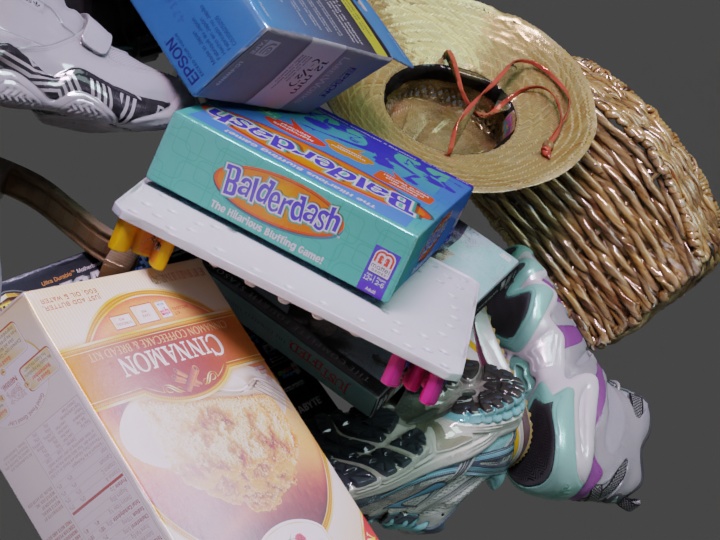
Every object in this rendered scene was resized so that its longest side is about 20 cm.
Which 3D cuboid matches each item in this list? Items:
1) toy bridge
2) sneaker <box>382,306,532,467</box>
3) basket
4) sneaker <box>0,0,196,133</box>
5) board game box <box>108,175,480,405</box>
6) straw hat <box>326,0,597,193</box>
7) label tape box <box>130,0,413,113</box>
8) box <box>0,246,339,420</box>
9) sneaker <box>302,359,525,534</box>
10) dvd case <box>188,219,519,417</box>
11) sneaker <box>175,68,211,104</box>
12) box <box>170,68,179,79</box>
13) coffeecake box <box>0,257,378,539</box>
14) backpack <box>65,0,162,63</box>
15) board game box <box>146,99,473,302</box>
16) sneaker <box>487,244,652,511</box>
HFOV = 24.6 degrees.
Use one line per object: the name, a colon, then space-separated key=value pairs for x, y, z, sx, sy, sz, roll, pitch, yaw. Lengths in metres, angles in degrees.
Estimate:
toy bridge: x=-0.219 y=-0.043 z=0.943 sx=0.199 sy=0.027 sz=0.067 roll=22 pitch=30 yaw=-2
sneaker: x=0.039 y=0.046 z=1.100 sx=0.090 sy=0.075 sz=0.200 roll=-5 pitch=59 yaw=-50
basket: x=0.189 y=-0.065 z=1.256 sx=0.200 sy=0.143 sz=0.149 roll=51 pitch=27 yaw=9
sneaker: x=-0.172 y=-0.141 z=0.893 sx=0.199 sy=0.075 sz=0.115 roll=9 pitch=87 yaw=-36
board game box: x=-0.031 y=-0.003 z=0.937 sx=0.199 sy=0.026 sz=0.200 roll=27 pitch=15 yaw=0
straw hat: x=0.058 y=-0.101 z=1.160 sx=0.200 sy=0.085 sz=0.202 roll=9 pitch=52 yaw=-11
label tape box: x=-0.065 y=-0.168 z=0.996 sx=0.144 sy=0.066 sz=0.200 roll=56 pitch=20 yaw=15
box: x=-0.125 y=0.062 z=0.961 sx=0.200 sy=0.046 sz=0.159 roll=-25 pitch=75 yaw=-50
sneaker: x=0.021 y=0.126 z=0.975 sx=0.199 sy=0.087 sz=0.078 roll=-18 pitch=29 yaw=-34
dvd case: x=0.000 y=0.000 z=1.045 sx=0.146 sy=0.022 sz=0.200 roll=36 pitch=39 yaw=13
sneaker: x=-0.129 y=-0.193 z=1.103 sx=0.077 sy=0.080 sz=0.201 roll=-19 pitch=85 yaw=-52
box: x=-0.044 y=-0.090 z=1.172 sx=0.200 sy=0.039 sz=0.042 roll=26 pitch=43 yaw=-23
coffeecake box: x=-0.093 y=0.102 z=0.838 sx=0.200 sy=0.073 sz=0.153 roll=57 pitch=27 yaw=11
backpack: x=-0.223 y=-0.209 z=1.014 sx=0.176 sy=0.153 sz=0.201 roll=-20 pitch=97 yaw=-46
board game box: x=-0.022 y=-0.052 z=0.977 sx=0.152 sy=0.045 sz=0.200 roll=28 pitch=16 yaw=6
sneaker: x=0.154 y=0.083 z=1.179 sx=0.140 sy=0.078 sz=0.201 roll=20 pitch=49 yaw=-35
